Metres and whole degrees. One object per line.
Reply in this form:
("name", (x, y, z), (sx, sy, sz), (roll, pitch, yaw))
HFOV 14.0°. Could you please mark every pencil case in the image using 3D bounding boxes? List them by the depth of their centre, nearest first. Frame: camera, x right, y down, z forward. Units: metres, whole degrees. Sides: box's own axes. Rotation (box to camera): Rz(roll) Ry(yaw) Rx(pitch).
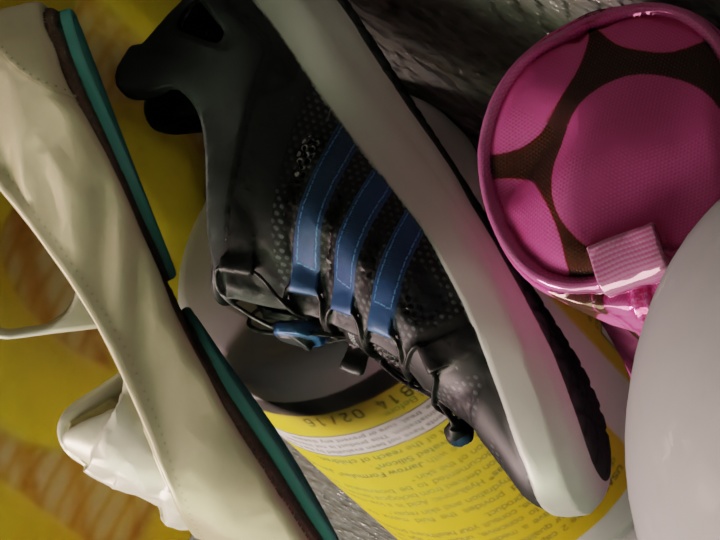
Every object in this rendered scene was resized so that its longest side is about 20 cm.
("pencil case", (0.099, 0.013, 0.824), (0.090, 0.094, 0.200), (-6, 150, 24))

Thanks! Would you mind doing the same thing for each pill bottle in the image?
("pill bottle", (0.037, 0.038, 0.983), (0.111, 0.112, 0.200), (15, 158, 44))

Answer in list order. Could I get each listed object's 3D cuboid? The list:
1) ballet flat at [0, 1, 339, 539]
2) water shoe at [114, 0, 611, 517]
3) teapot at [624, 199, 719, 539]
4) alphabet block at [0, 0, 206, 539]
("ballet flat", (-0.073, 0.019, 0.870), (0.201, 0.069, 0.069), (63, 158, -6))
("water shoe", (0.000, 0.000, 0.845), (0.200, 0.079, 0.072), (59, -175, 26))
("teapot", (0.153, 0.064, 0.679), (0.197, 0.146, 0.200), (-2, 135, 12))
("alphabet block", (-0.150, -0.016, 1.003), (0.200, 0.197, 0.195), (14, 160, 45))
